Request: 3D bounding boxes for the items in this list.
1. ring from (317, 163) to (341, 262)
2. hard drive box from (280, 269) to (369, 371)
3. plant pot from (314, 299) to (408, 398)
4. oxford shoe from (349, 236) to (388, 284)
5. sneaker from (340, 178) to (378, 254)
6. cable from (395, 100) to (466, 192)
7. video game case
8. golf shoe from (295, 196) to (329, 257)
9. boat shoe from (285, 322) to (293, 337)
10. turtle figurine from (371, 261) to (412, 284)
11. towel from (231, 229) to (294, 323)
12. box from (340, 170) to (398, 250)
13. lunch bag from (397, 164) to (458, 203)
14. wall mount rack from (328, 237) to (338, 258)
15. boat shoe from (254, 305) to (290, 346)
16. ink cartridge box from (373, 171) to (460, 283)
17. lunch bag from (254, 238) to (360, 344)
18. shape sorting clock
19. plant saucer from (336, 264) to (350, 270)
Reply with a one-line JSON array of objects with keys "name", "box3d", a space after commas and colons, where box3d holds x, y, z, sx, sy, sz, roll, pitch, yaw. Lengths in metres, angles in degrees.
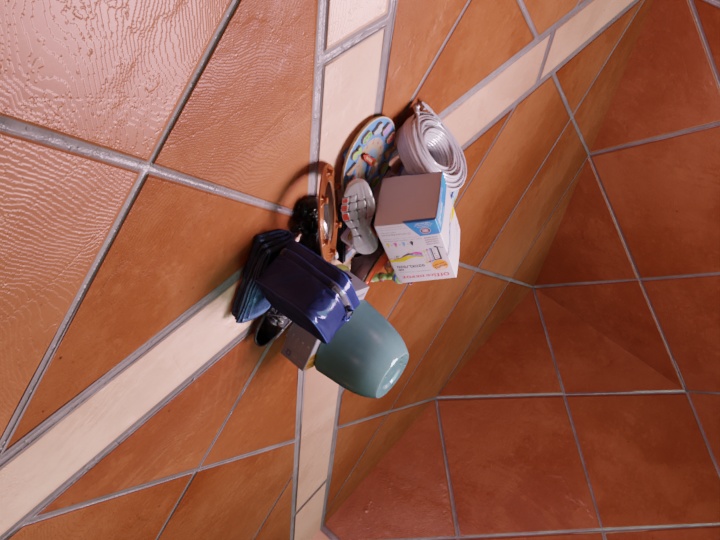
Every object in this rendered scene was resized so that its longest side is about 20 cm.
[{"name": "ring", "box3d": [-0.061, -0.119, 1.549, 0.200, 0.019, 0.206, 1, 90, -81]}, {"name": "hard drive box", "box3d": [-0.082, 0.113, 1.722, 0.155, 0.076, 0.203, -19, 139, -57]}, {"name": "plant pot", "box3d": [0.016, 0.199, 1.732, 0.201, 0.160, 0.202, -45, 157, -24]}, {"name": "oxford shoe", "box3d": [0.000, 0.000, 1.779, 0.201, 0.072, 0.071, -51, 180, 22]}, {"name": "sneaker", "box3d": [-0.001, -0.132, 1.658, 0.083, 0.075, 0.203, -86, 173, -45]}, {"name": "cable", "box3d": [0.164, -0.268, 1.729, 0.069, 0.199, 0.203, -28, -146, 39]}, {"name": "video game case", "box3d": [0.007, -0.136, 1.814, 0.181, 0.025, 0.202, -44, 156, -28]}, {"name": "golf shoe", "box3d": [-0.097, -0.061, 1.601, 0.094, 0.076, 0.204, -40, 145, -59]}, {"name": "boat shoe", "box3d": [-0.126, 0.130, 1.878, 0.066, 0.075, 0.199, -33, 168, 23]}, {"name": "turtle figurine", "box3d": [0.047, -0.046, 1.894, 0.195, 0.195, 0.147, -98, -172, -63]}, {"name": "towel", "box3d": [-0.200, 0.013, 1.552, 0.111, 0.048, 0.203, -25, 143, -54]}, {"name": "box", "box3d": [0.027, -0.142, 1.761, 0.201, 0.041, 0.039, -54, 158, -4]}, {"name": "lunch bag", "box3d": [0.157, -0.198, 1.831, 0.083, 0.158, 0.203, 88, 24, -61]}, {"name": "wall mount rack", "box3d": [-0.109, 0.026, 1.734, 0.200, 0.074, 0.175, -45, 159, -22]}, {"name": "boat shoe", "box3d": [-0.184, 0.100, 1.645, 0.200, 0.070, 0.066, -49, -178, 39]}, {"name": "ink cartridge box", "box3d": [0.133, -0.093, 1.673, 0.201, 0.144, 0.147, 63, 30, -46]}, {"name": "lunch bag", "box3d": [-0.093, 0.038, 1.478, 0.133, 0.198, 0.137, -51, 154, -15]}, {"name": "shape sorting clock", "box3d": [0.021, -0.244, 1.652, 0.200, 0.039, 0.202, -42, 151, -29]}, {"name": "plant saucer", "box3d": [-0.046, 0.087, 1.897, 0.199, 0.030, 0.205, -21, 114, -62]}]
